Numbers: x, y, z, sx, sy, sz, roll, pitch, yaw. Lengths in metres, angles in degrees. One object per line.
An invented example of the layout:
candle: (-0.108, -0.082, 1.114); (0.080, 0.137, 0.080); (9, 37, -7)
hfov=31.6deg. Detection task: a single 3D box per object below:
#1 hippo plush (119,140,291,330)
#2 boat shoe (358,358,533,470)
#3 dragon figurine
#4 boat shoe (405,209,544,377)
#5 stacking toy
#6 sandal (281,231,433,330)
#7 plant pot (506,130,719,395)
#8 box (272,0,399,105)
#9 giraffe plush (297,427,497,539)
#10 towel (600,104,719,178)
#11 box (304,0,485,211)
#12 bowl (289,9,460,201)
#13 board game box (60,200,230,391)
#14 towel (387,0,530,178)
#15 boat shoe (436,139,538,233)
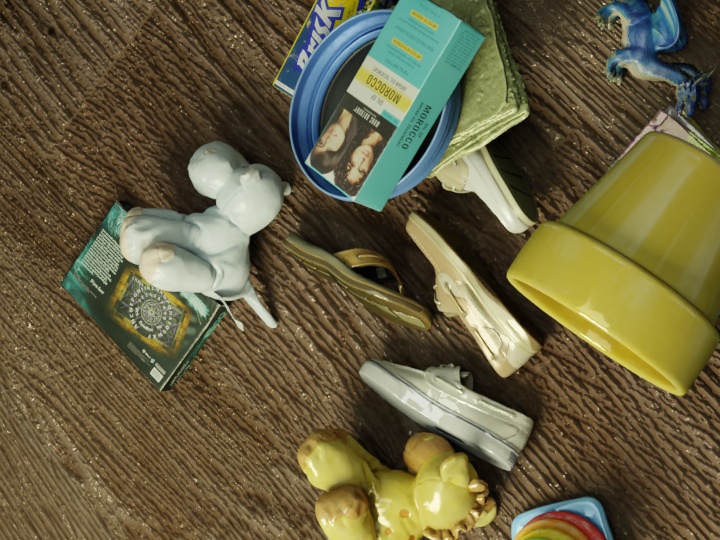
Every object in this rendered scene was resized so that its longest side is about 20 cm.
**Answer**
hippo plush: (-0.164, -0.056, 1.423); (0.200, 0.159, 0.161); (38, 105, 22)
boat shoe: (0.093, 0.135, 1.356); (0.199, 0.071, 0.070); (27, 73, 27)
dragon figurine: (0.291, -0.244, 1.264); (0.099, 0.059, 0.201); (-11, 85, 25)
boat shoe: (0.106, 0.022, 1.341); (0.065, 0.071, 0.200); (-44, 73, 17)
stacking toy: (0.176, 0.297, 1.232); (0.109, 0.200, 0.117); (-20, 82, 23)
sandal: (0.000, 0.000, 1.399); (0.199, 0.080, 0.054); (31, 81, 27)
plant pot: (0.268, -0.016, 1.185); (0.200, 0.201, 0.189); (35, 88, 22)
box: (-0.014, -0.272, 1.407); (0.070, 0.064, 0.201); (34, 103, 22)
giraffe plush: (0.050, 0.234, 1.329); (0.161, 0.173, 0.201); (-27, 76, 7)
towel: (0.297, -0.049, 1.279); (0.144, 0.023, 0.200); (45, 108, 19)
box: (0.032, -0.166, 1.245); (0.082, 0.049, 0.201); (39, 103, 35)
bowl: (0.015, -0.167, 1.312); (0.200, 0.039, 0.202); (-9, 74, 34)
board game box: (-0.262, 0.029, 1.540); (0.200, 0.028, 0.136); (44, 106, 20)
towel: (0.091, -0.209, 1.314); (0.148, 0.036, 0.201); (-27, 65, 28)
boat shoe: (0.115, -0.113, 1.343); (0.068, 0.075, 0.201); (-40, 63, 21)
